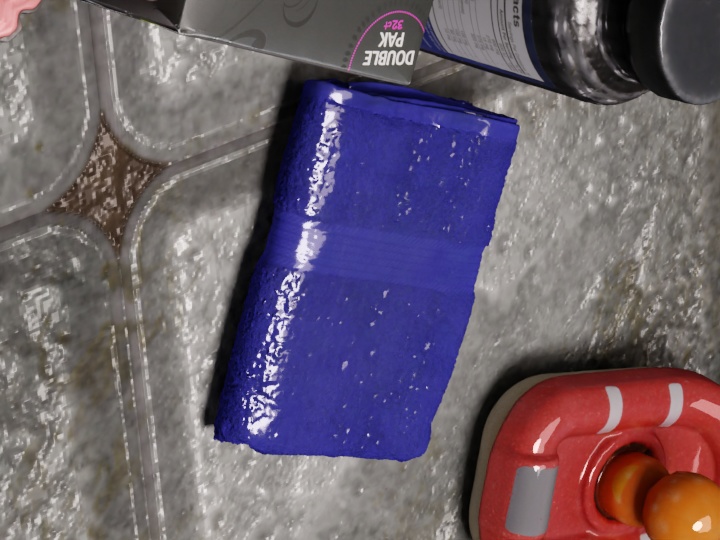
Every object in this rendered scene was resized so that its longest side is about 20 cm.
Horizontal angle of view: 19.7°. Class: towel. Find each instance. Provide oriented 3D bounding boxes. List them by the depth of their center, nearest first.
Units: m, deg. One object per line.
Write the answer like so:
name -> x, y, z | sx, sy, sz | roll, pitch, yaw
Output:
towel -> 0.000, 0.000, 1.103 | 0.147, 0.049, 0.201 | 8, 101, -40

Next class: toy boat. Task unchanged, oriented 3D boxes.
toy boat -> 0.171, 0.133, 1.253 | 0.199, 0.130, 0.131 | -3, 109, -37

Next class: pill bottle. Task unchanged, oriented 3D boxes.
pill bottle -> 0.099, -0.145, 1.024 | 0.111, 0.199, 0.113 | -19, 120, -39

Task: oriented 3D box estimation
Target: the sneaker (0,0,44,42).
sneaker -> -0.216, -0.087, 0.840 | 0.087, 0.074, 0.200 | 49, 66, -30

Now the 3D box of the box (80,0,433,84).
box -> -0.039, -0.200, 0.917 | 0.148, 0.124, 0.201 | 8, 102, -45
